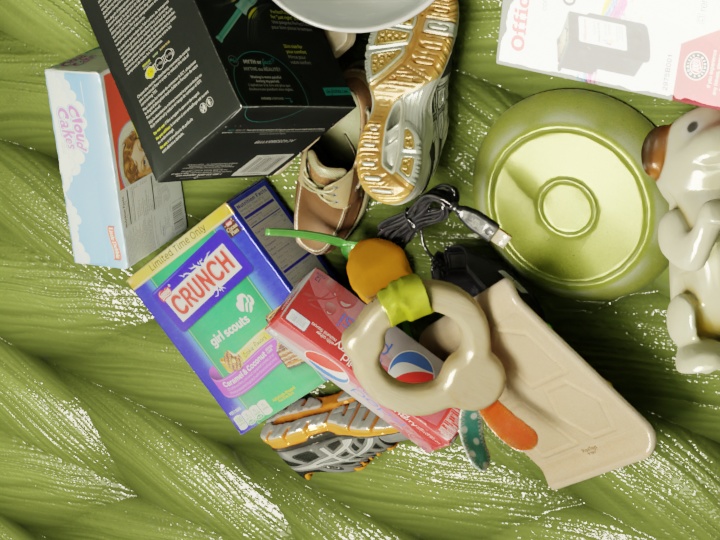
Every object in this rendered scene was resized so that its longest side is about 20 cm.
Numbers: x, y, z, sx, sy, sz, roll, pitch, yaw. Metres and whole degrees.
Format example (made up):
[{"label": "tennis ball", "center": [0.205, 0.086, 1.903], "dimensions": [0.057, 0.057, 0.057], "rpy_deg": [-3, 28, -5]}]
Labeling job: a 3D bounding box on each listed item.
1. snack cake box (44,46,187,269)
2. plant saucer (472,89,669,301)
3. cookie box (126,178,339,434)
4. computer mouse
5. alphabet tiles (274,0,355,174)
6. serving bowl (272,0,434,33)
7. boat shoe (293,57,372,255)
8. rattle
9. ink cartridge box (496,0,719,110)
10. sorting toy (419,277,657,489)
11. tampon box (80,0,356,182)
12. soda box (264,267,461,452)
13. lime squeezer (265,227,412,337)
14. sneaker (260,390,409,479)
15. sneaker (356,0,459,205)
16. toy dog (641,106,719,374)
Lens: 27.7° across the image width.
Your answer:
[{"label": "snack cake box", "center": [-0.239, -0.115, 1.440], "dimensions": [0.067, 0.115, 0.200], "rpy_deg": [7, 114, 26]}, {"label": "plant saucer", "center": [0.187, -0.059, 1.291], "dimensions": [0.200, 0.031, 0.200], "rpy_deg": [11, 117, 23]}, {"label": "cookie box", "center": [-0.110, 0.038, 1.465], "dimensions": [0.171, 0.075, 0.200], "rpy_deg": [-35, 93, 36]}, {"label": "computer mouse", "center": [0.117, -0.003, 1.319], "dimensions": [0.200, 0.046, 0.140], "rpy_deg": [42, 149, -2]}, {"label": "alphabet tiles", "center": [-0.088, -0.197, 1.341], "dimensions": [0.200, 0.015, 0.196], "rpy_deg": [-36, 71, 38]}, {"label": "serving bowl", "center": [-0.005, -0.302, 1.238], "dimensions": [0.200, 0.066, 0.200], "rpy_deg": [0, 98, 1]}, {"label": "boat shoe", "center": [-0.027, -0.102, 1.358], "dimensions": [0.076, 0.074, 0.200], "rpy_deg": [27, 121, 15]}, {"label": "rattle", "center": [0.067, 0.078, 1.326], "dimensions": [0.200, 0.130, 0.143], "rpy_deg": [37, 174, -24]}, {"label": "ink cartridge box", "center": [0.218, -0.222, 1.168], "dimensions": [0.200, 0.083, 0.146], "rpy_deg": [15, 119, 21]}, {"label": "sorting toy", "center": [0.161, 0.104, 1.337], "dimensions": [0.200, 0.036, 0.185], "rpy_deg": [48, 150, -3]}, {"label": "tampon box", "center": [-0.126, -0.195, 1.264], "dimensions": [0.126, 0.150, 0.200], "rpy_deg": [-35, 72, 38]}, {"label": "soda box", "center": [0.012, 0.085, 1.363], "dimensions": [0.200, 0.063, 0.070], "rpy_deg": [37, 159, -6]}, {"label": "lime squeezer", "center": [0.000, 0.000, 1.389], "dimensions": [0.200, 0.038, 0.071], "rpy_deg": [42, 90, -20]}, {"label": "sneaker", "center": [-0.003, 0.163, 1.473], "dimensions": [0.200, 0.078, 0.077], "rpy_deg": [-12, 120, 35]}, {"label": "sneaker", "center": [0.045, -0.158, 1.299], "dimensions": [0.076, 0.088, 0.200], "rpy_deg": [16, 95, 19]}, {"label": "toy dog", "center": [0.303, -0.036, 1.177], "dimensions": [0.139, 0.194, 0.200], "rpy_deg": [-11, 95, 8]}]
